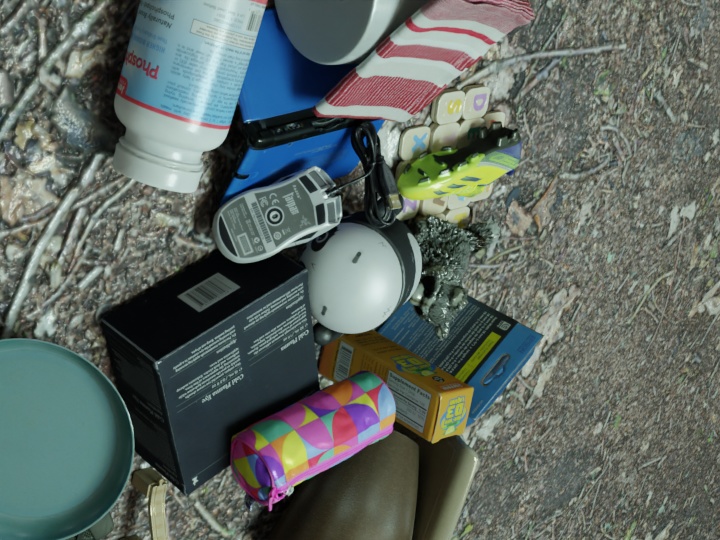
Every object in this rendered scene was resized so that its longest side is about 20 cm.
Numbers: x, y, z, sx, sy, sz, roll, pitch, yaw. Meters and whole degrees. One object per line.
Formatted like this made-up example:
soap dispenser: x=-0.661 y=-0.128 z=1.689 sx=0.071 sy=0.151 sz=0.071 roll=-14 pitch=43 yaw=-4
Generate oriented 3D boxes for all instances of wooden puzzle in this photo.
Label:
wooden puzzle: x=0.084 y=0.280 z=1.504 sx=0.037 sy=0.200 sz=0.188 roll=13 pitch=103 yaw=-25

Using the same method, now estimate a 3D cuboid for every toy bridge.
toy bridge: x=-0.241 y=0.320 z=1.264 sx=0.027 sy=0.067 sz=0.203 roll=-5 pitch=116 yaw=-46

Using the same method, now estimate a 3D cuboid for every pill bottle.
pill bottle: x=-0.160 y=-0.179 z=1.028 sx=0.108 sy=0.108 sz=0.203 roll=5 pitch=108 yaw=-49

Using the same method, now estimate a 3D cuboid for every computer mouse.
computer mouse: x=-0.059 y=-0.070 z=1.179 sx=0.197 sy=0.044 sz=0.111 roll=-22 pitch=90 yaw=-5

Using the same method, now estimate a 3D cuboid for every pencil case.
pencil case: x=-0.049 y=0.181 z=1.223 sx=0.199 sy=0.088 sz=0.090 roll=-27 pitch=130 yaw=-38

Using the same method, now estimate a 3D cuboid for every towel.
towel: x=0.061 y=-0.205 z=1.111 sx=0.143 sy=0.023 sz=0.199 roll=-6 pitch=156 yaw=-49

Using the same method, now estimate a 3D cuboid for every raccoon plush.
raccoon plush: x=0.128 y=-0.002 z=1.407 sx=0.198 sy=0.134 sz=0.098 roll=-23 pitch=144 yaw=-23

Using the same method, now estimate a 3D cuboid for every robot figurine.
robot figurine: x=-0.001 y=-0.002 z=1.275 sx=0.200 sy=0.123 sz=0.153 roll=-35 pitch=114 yaw=-73

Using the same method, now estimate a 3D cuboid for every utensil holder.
utensil holder: x=0.033 y=-0.292 z=1.136 sx=0.198 sy=0.169 sz=0.172 roll=-14 pitch=122 yaw=-40

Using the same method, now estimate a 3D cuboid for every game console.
game console: x=-0.073 y=-0.176 z=1.199 sx=0.198 sy=0.119 sz=0.171 roll=-19 pitch=157 yaw=-40

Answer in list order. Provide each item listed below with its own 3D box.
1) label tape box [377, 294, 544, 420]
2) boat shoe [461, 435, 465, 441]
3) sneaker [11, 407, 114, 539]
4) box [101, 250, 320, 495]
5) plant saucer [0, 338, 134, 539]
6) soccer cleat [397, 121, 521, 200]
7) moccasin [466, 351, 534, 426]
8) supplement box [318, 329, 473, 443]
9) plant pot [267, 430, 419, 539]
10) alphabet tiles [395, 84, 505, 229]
label tape box: x=0.120 y=0.109 z=1.439 sx=0.144 sy=0.199 sz=0.064 roll=-47 pitch=139 yaw=-17
boat shoe: x=0.082 y=0.309 z=1.622 sx=0.201 sy=0.072 sz=0.066 roll=-58 pitch=137 yaw=-7
sneaker: x=-0.319 y=0.218 z=1.108 sx=0.114 sy=0.076 sz=0.201 roll=-37 pitch=137 yaw=-30
box: x=-0.151 y=0.097 z=1.203 sx=0.199 sy=0.104 sz=0.184 roll=-31 pitch=133 yaw=-32
plant saucer: x=-0.306 y=0.155 z=1.045 sx=0.197 sy=0.027 sz=0.203 roll=-1 pitch=105 yaw=-4
soccer cleat: x=0.127 y=-0.116 z=1.401 sx=0.199 sy=0.064 sz=0.085 roll=-27 pitch=132 yaw=-34
moccasin: x=0.169 y=0.152 z=1.630 sx=0.199 sy=0.068 sz=0.081 roll=-40 pitch=144 yaw=-24
supplement box: x=0.040 y=0.131 z=1.362 sx=0.066 sy=0.199 sz=0.070 roll=-7 pitch=118 yaw=-46
plant pot: x=-0.004 y=0.301 z=1.456 sx=0.187 sy=0.185 sz=0.202 roll=43 pitch=64 yaw=-51
alphabet tiles: x=0.114 y=-0.132 z=1.440 sx=0.194 sy=0.015 sz=0.203 roll=-16 pitch=122 yaw=-43
